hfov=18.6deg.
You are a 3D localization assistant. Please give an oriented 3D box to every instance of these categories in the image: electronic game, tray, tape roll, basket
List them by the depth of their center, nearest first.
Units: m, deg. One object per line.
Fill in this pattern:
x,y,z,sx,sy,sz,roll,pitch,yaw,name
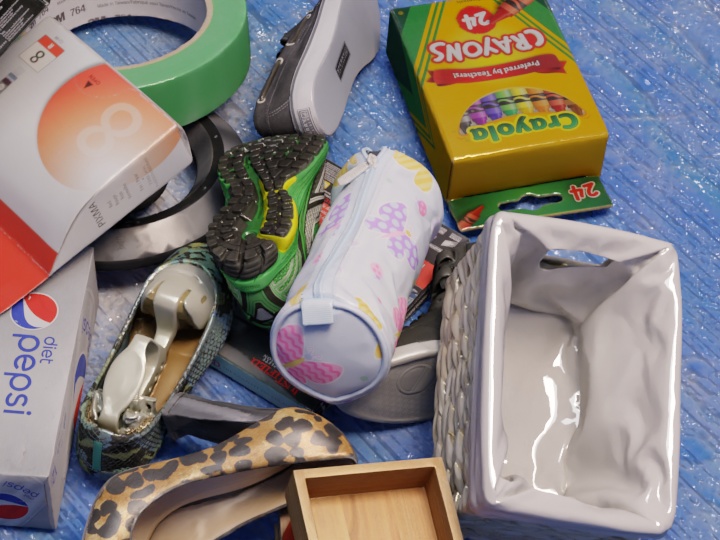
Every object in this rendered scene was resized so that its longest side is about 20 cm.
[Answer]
0.022,0.213,1.341,0.098,0.037,0.200,-3,58,-17,tray
0.122,0.081,1.428,0.135,0.123,0.200,10,68,-16,basket
-0.182,-0.070,1.630,0.200,0.042,0.200,1,42,-1,electronic game
-0.185,-0.176,1.681,0.200,0.048,0.201,-2,40,2,tape roll

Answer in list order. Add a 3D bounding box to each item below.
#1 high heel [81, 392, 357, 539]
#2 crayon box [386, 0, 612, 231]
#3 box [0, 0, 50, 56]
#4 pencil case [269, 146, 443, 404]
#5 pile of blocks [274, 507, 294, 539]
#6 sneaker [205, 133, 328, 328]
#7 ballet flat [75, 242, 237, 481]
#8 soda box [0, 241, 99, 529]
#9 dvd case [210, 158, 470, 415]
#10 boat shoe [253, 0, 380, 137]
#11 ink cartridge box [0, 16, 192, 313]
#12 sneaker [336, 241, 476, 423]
-0.095,0.164,1.395,0.142,0.071,0.200,9,53,27,high heel
0.108,-0.126,1.683,0.127,0.051,0.200,-10,52,-13,crayon box
-0.292,-0.170,1.582,0.048,0.200,0.193,41,20,-17,box
0.000,0.000,1.484,0.083,0.091,0.200,11,38,8,pencil case
-0.046,0.223,1.382,0.082,0.062,0.200,18,52,11,pile of blocks
-0.064,-0.032,1.566,0.078,0.085,0.200,-5,34,15,sneaker
-0.136,0.051,1.498,0.074,0.074,0.200,15,59,9,ballet flat
-0.225,0.075,1.491,0.068,0.064,0.200,4,50,1,soda box
-0.035,0.009,1.589,0.146,0.022,0.200,29,53,19,dvd case
-0.036,-0.165,1.709,0.066,0.070,0.200,-8,39,23,boat shoe
-0.242,-0.072,1.528,0.200,0.050,0.162,-38,55,-17,ink cartridge box
0.055,0.040,1.543,0.200,0.071,0.099,-17,49,-22,sneaker
